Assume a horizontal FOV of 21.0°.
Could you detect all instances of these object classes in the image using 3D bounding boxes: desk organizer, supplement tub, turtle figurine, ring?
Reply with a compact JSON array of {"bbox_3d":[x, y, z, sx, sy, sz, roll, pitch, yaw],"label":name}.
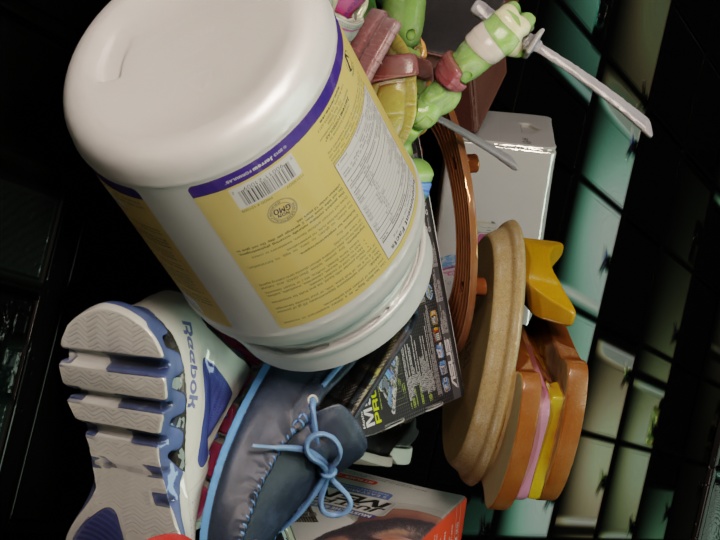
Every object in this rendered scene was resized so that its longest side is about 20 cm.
[{"bbox_3d":[0.087,-0.202,1.441,0.077,0.071,0.200,81,29,-50],"label":"desk organizer"},{"bbox_3d":[-0.051,-0.052,1.009,0.146,0.145,0.200,-67,148,-27],"label":"supplement tub"},{"bbox_3d":[0.047,-0.142,1.187,0.144,0.199,0.195,177,-102,-85],"label":"turtle figurine"},{"bbox_3d":[0.056,-0.038,1.358,0.200,0.019,0.201,175,-90,-77],"label":"ring"}]

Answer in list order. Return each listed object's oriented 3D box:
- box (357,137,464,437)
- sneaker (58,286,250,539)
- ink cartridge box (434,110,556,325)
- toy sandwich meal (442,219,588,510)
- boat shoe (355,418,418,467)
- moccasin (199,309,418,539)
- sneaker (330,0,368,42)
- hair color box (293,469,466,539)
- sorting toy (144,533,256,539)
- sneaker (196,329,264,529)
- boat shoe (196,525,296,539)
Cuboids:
[{"bbox_3d":[0.000,0.000,1.250,0.160,0.044,0.201,-15,96,-61],"label":"box"},{"bbox_3d":[-0.105,0.095,1.083,0.115,0.080,0.200,-38,135,-57],"label":"sneaker"},{"bbox_3d":[0.095,-0.016,1.498,0.145,0.084,0.201,-79,177,-76],"label":"ink cartridge box"},{"bbox_3d":[0.108,0.062,1.336,0.205,0.070,0.206,-170,-90,-84],"label":"toy sandwich meal"},{"bbox_3d":[0.003,0.107,1.392,0.200,0.074,0.061,14,88,-73],"label":"boat shoe"},{"bbox_3d":[-0.027,0.084,1.088,0.081,0.068,0.201,75,35,-61],"label":"moccasin"},{"bbox_3d":[-0.043,-0.142,1.098,0.081,0.088,0.201,-27,127,-65],"label":"sneaker"},{"bbox_3d":[-0.012,0.204,1.353,0.200,0.110,0.064,-33,131,-63],"label":"hair color box"},{"bbox_3d":[-0.124,0.236,1.020,0.198,0.070,0.200,-33,142,-16],"label":"sorting toy"},{"bbox_3d":[-0.072,0.066,1.169,0.201,0.074,0.087,-71,159,-5],"label":"sneaker"},{"bbox_3d":[-0.084,0.225,1.227,0.062,0.074,0.201,-46,149,-65],"label":"boat shoe"}]
